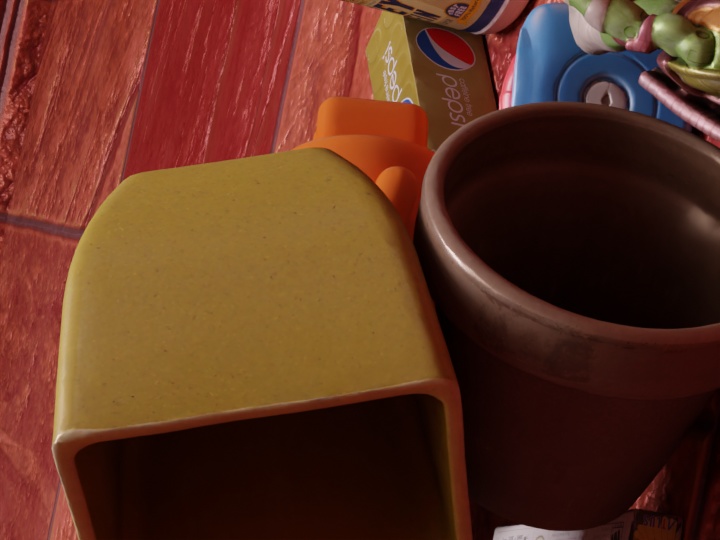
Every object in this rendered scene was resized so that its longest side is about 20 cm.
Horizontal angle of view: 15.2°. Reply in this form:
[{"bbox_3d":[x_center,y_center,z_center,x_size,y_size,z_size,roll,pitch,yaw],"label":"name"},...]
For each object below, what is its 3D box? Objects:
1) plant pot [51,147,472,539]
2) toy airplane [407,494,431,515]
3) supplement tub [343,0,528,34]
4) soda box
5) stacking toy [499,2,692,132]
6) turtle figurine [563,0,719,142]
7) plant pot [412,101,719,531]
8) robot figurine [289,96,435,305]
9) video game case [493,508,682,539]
[{"bbox_3d":[-0.055,0.051,1.387,0.195,0.194,0.201,83,178,-50],"label":"plant pot"},{"bbox_3d":[0.036,0.217,1.465,0.200,0.140,0.200,-115,32,-44],"label":"toy airplane"},{"bbox_3d":[0.020,-0.250,1.836,0.144,0.199,0.145,-168,90,-72],"label":"supplement tub"},{"bbox_3d":[0.052,-0.110,1.871,0.201,0.064,0.068,-98,26,-47],"label":"soda box"},{"bbox_3d":[0.123,-0.080,1.609,0.200,0.109,0.117,134,143,-78],"label":"stacking toy"},{"bbox_3d":[0.176,-0.167,1.412,0.144,0.200,0.194,-44,13,-5],"label":"turtle figurine"},{"bbox_3d":[0.113,0.039,1.405,0.201,0.199,0.175,-102,21,-51],"label":"plant pot"},{"bbox_3d":[0.000,-0.001,1.571,0.143,0.116,0.201,-18,60,43],"label":"robot figurine"},{"bbox_3d":[0.115,0.230,1.510,0.200,0.036,0.183,156,124,-68],"label":"video game case"}]
